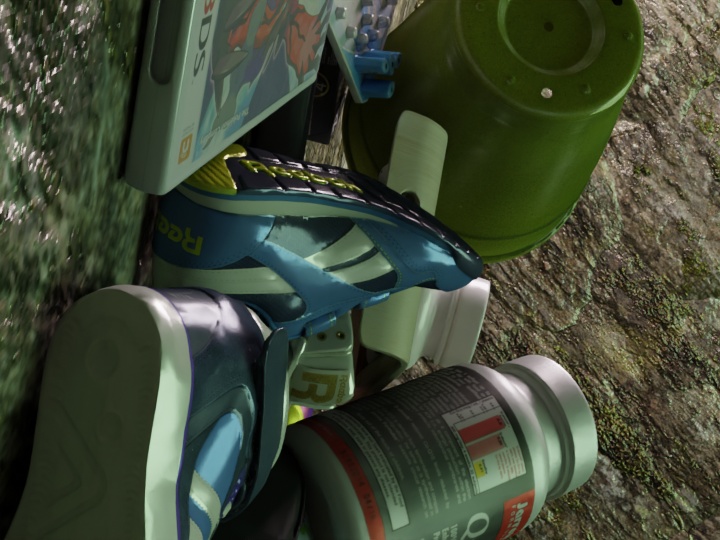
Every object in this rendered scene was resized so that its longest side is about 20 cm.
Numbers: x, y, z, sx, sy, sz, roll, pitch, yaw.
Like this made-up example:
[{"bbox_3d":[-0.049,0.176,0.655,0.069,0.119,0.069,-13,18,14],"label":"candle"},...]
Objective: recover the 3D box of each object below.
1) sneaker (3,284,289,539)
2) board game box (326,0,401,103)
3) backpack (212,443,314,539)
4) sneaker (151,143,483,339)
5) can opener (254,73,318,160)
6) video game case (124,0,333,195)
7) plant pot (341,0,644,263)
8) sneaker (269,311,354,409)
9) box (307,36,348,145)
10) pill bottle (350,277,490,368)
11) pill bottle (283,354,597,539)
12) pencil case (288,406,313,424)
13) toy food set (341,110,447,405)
[{"bbox_3d":[-0.079,0.108,0.494,0.146,0.080,0.203,21,78,-67],"label":"sneaker"},{"bbox_3d":[0.011,-0.240,0.728,0.200,0.026,0.202,62,40,-58],"label":"board game box"},{"bbox_3d":[-0.095,0.205,0.668,0.201,0.153,0.163,-58,-178,23],"label":"backpack"},{"bbox_3d":[-0.023,-0.009,0.616,0.074,0.198,0.083,41,-66,50],"label":"sneaker"},{"bbox_3d":[-0.043,-0.068,0.848,0.054,0.066,0.201,-74,178,-46],"label":"can opener"},{"bbox_3d":[-0.041,-0.149,0.533,0.200,0.023,0.184,-54,161,-62],"label":"video game case"},{"bbox_3d":[0.100,-0.129,0.830,0.193,0.198,0.202,125,-18,-70],"label":"plant pot"},{"bbox_3d":[-0.059,0.053,0.626,0.201,0.114,0.074,-71,179,-53],"label":"sneaker"},{"bbox_3d":[-0.012,-0.218,0.872,0.201,0.049,0.163,101,3,-56],"label":"box"},{"bbox_3d":[0.006,0.022,1.025,0.111,0.198,0.112,15,90,-88],"label":"pill bottle"},{"bbox_3d":[0.047,0.126,0.755,0.116,0.198,0.117,34,-47,48],"label":"pill bottle"},{"bbox_3d":[-0.086,0.145,1.087,0.088,0.087,0.202,65,41,-87],"label":"pencil case"},{"bbox_3d":[0.000,0.000,0.769,0.200,0.060,0.145,125,-23,-72],"label":"toy food set"}]
